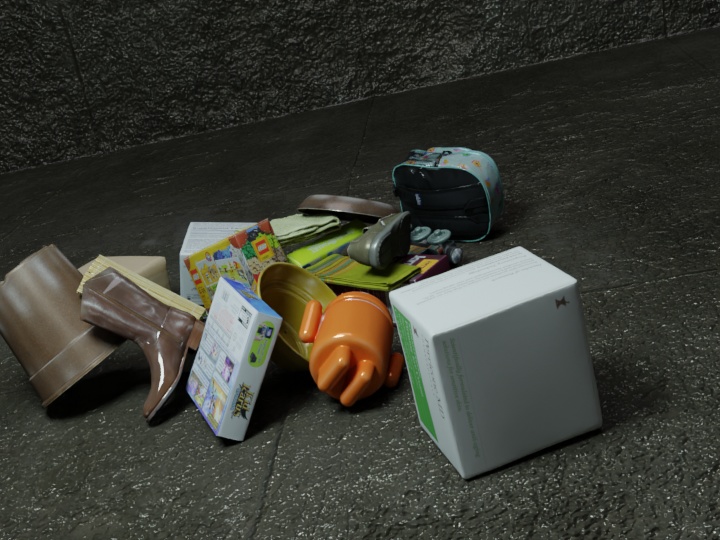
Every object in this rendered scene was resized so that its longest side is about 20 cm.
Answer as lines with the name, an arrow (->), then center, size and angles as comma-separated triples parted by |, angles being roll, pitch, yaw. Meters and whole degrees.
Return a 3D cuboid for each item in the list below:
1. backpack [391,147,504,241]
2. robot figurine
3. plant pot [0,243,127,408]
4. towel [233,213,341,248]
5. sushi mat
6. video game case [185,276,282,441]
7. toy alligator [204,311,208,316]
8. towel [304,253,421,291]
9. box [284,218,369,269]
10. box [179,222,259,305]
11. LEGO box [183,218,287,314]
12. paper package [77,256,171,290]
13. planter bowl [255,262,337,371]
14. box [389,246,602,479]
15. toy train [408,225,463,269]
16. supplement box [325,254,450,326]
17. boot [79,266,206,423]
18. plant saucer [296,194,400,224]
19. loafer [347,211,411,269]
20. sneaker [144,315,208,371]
backpack -> 0.181, -0.149, 2.070 | 0.197, 0.179, 0.153 | 7, 31, 36
robot figurine -> -0.012, 0.106, 1.551 | 0.141, 0.118, 0.201 | -1, 29, 9
plant pot -> -0.494, 0.081, 1.727 | 0.199, 0.199, 0.200 | -39, 6, 5
towel -> -0.132, -0.071, 1.896 | 0.146, 0.037, 0.199 | -18, 10, -27
sushi mat -> -0.348, 0.048, 1.711 | 0.198, 0.012, 0.096 | 27, 41, -5
video game case -> -0.187, 0.124, 1.556 | 0.045, 0.184, 0.200 | 16, 7, -25
toy alligator -> -0.297, 0.100, 1.883 | 0.054, 0.059, 0.200 | -45, -1, 6
towel -> 0.000, 0.000, 1.750 | 0.198, 0.018, 0.086 | 8, 31, 44
box -> -0.064, 0.003, 1.880 | 0.047, 0.124, 0.199 | 32, 44, 33
box -> -0.243, -0.015, 2.027 | 0.180, 0.107, 0.200 | 1, 19, -3
LEGO box -> -0.201, 0.014, 1.820 | 0.077, 0.151, 0.199 | -28, 5, -36
paper package -> -0.488, 0.054, 2.052 | 0.188, 0.105, 0.200 | -1, 22, 31
planter bowl -> -0.102, 0.092, 1.655 | 0.083, 0.201, 0.201 | -42, 4, 29
box -> 0.166, 0.109, 1.326 | 0.197, 0.202, 0.171 | -19, 20, -12
toy train -> 0.093, -0.023, 1.932 | 0.114, 0.086, 0.198 | -38, 30, -28
supplement box -> 0.045, 0.031, 1.793 | 0.197, 0.087, 0.110 | 2, 24, 36
boot -> -0.356, 0.109, 1.629 | 0.188, 0.198, 0.064 | -65, 9, -31
plant saucer -> -0.015, -0.109, 1.915 | 0.196, 0.033, 0.200 | 8, -1, 0
loafer -> 0.034, -0.055, 1.759 | 0.068, 0.077, 0.200 | 6, 14, 19
sneaker -> -0.258, 0.118, 1.765 | 0.196, 0.080, 0.080 | 3, 27, 10
